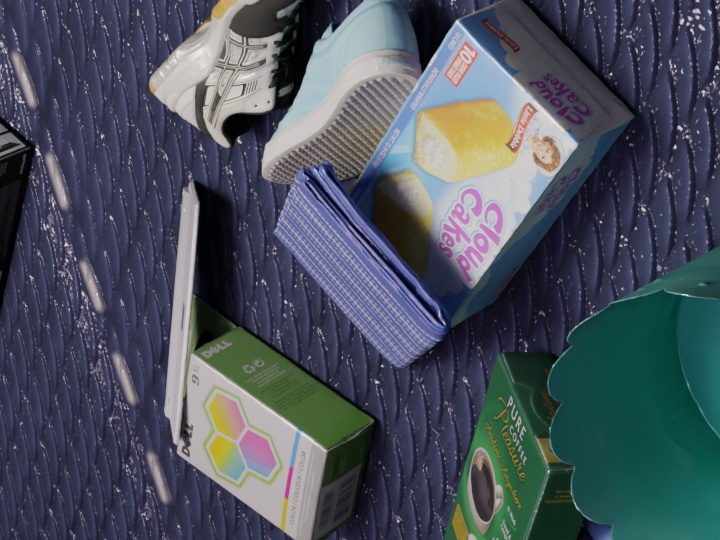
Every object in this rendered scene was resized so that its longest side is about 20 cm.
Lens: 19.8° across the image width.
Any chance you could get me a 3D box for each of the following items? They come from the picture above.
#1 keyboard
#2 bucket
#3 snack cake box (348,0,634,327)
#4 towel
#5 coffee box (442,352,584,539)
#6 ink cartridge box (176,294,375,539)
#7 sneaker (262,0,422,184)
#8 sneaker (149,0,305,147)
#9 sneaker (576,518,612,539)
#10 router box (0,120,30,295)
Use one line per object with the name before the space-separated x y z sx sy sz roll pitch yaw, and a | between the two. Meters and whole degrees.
keyboard | -0.138 0.034 1.609 0.056 0.011 0.201 -126 39 -65
bucket | 0.230 0.082 1.243 0.206 0.134 0.209 21 124 35
snack cake box | 0.078 -0.067 1.361 0.115 0.067 0.200 48 135 15
towel | 0.000 0.000 1.425 0.145 0.024 0.200 49 168 2
coffee box | 0.107 0.170 1.427 0.123 0.044 0.201 -110 27 -51
ink cartridge box | -0.087 0.116 1.612 0.199 0.059 0.104 33 131 27
sneaker | -0.011 -0.124 1.430 0.200 0.073 0.083 -37 48 54
sneaker | -0.068 -0.161 1.460 0.088 0.076 0.200 44 139 -4
sneaker | 0.213 0.210 1.383 0.077 0.076 0.200 -48 60 5
router box | -0.369 -0.067 1.789 0.157 0.052 0.201 40 132 23
